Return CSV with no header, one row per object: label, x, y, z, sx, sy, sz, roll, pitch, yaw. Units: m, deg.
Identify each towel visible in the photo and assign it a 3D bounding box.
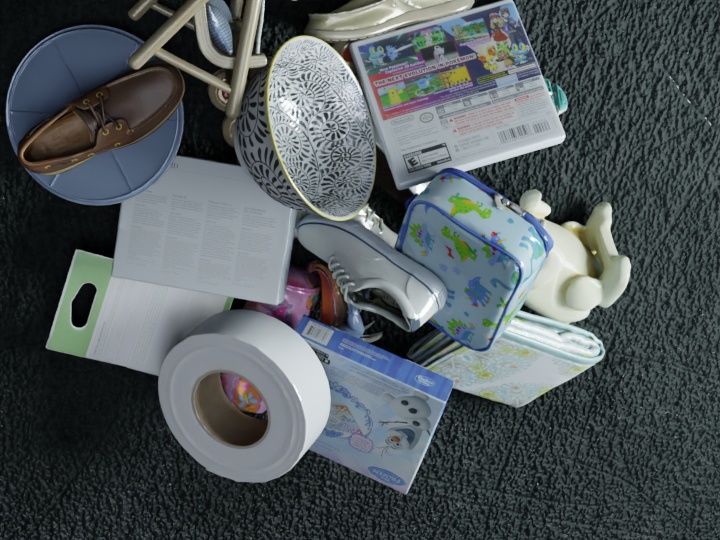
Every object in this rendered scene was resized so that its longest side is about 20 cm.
towel,0.183,0.108,1.528,0.200,0.048,0.171,20,145,-27

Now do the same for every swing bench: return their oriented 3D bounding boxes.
swing bench,-0.142,-0.297,1.240,0.130,0.199,0.200,25,110,-20

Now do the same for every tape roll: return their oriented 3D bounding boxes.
tape roll,-0.139,0.151,1.427,0.202,0.071,0.203,10,117,20

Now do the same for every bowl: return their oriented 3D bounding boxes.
bowl,-0.074,-0.144,1.294,0.094,0.201,0.201,-11,122,33

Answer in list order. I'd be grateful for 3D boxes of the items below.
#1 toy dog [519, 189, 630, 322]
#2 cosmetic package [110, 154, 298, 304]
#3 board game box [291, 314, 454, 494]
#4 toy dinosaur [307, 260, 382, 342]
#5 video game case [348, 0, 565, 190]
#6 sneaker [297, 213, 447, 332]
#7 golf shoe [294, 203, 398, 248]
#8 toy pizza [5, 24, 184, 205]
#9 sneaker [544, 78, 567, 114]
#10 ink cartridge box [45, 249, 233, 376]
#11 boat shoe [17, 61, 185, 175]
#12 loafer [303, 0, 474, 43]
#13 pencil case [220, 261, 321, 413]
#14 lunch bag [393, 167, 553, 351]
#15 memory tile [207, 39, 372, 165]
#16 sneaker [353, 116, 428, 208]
toy dog,0.202,-0.013,1.487,0.200,0.140,0.194,9,142,-14
cosmetic package,-0.177,-0.052,1.383,0.200,0.052,0.151,10,97,4
board game box,-0.005,0.168,1.479,0.200,0.043,0.199,24,135,7
toy dinosaur,-0.029,0.082,1.504,0.200,0.105,0.182,33,117,-16
video game case,0.108,-0.201,1.356,0.200,0.023,0.182,-17,76,-6
sneaker,0.000,0.000,1.349,0.071,0.200,0.073,-45,151,-32
golf shoe,-0.015,-0.064,1.440,0.200,0.075,0.092,22,118,-20
toy pizza,-0.296,-0.174,1.343,0.200,0.032,0.201,0,99,1
sneaker,0.142,-0.169,1.416,0.200,0.078,0.091,-3,142,-7
ink cartridge box,-0.269,0.053,1.475,0.200,0.048,0.146,16,112,-14
boat shoe,-0.281,-0.160,1.294,0.200,0.068,0.072,-28,97,5
loafer,0.027,-0.302,1.339,0.200,0.076,0.068,-17,103,-15
pencil case,-0.119,0.079,1.495,0.087,0.087,0.200,17,111,-17
lunch bag,0.116,-0.013,1.342,0.161,0.082,0.200,34,147,13
memory tile,-0.067,-0.187,1.408,0.200,0.017,0.153,-17,117,-1
sneaker,0.062,-0.130,1.431,0.200,0.073,0.085,44,69,-31
